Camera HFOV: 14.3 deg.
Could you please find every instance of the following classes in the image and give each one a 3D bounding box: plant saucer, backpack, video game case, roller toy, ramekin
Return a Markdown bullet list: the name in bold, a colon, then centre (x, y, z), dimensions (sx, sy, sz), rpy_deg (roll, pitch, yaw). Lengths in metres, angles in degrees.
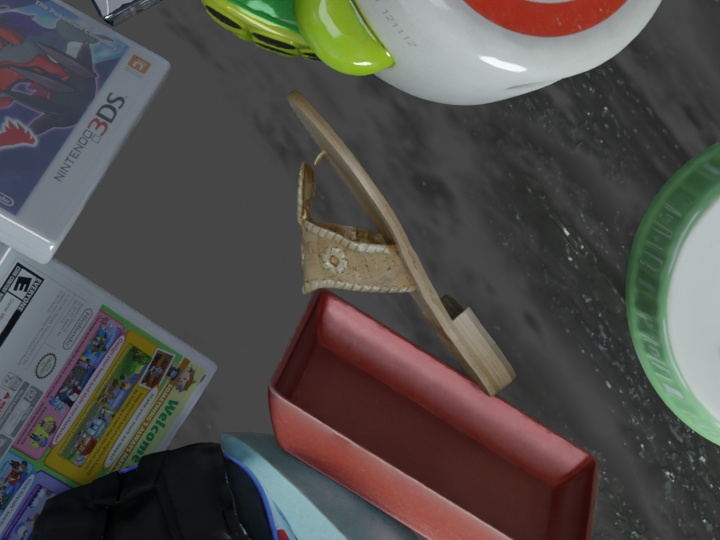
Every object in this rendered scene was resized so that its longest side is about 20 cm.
- **plant saucer**: centre (0.001, 0.155, 1.614), dimensions (0.039, 0.201, 0.201), rpy_deg (-42, 93, -12)
- **backpack**: centre (-0.101, 0.201, 1.597), dimensions (0.200, 0.154, 0.191), rpy_deg (-14, 56, 5)
- **video game case**: centre (-0.225, -0.111, 1.609), dimensions (0.200, 0.182, 0.023), rpy_deg (29, 132, -2)
- **roller toy**: centre (0.073, -0.189, 1.554), dimensions (0.182, 0.140, 0.200), rpy_deg (18, 79, -19)
- **plant saucer**: centre (0.039, 0.100, 1.609), dimensions (0.199, 0.200, 0.037), rpy_deg (32, 108, -3)
- **ramekin**: centre (0.255, 0.017, 1.645), dimensions (0.200, 0.098, 0.200), rpy_deg (0, 94, 0)
- **video game case**: centre (-0.193, 0.098, 1.625), dimensions (0.182, 0.022, 0.200), rpy_deg (36, 85, -44)

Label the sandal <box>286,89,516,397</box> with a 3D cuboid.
- **sandal**: centre (0.001, 0.000, 1.656), dimensions (0.070, 0.078, 0.212), rpy_deg (-38, 99, -4)

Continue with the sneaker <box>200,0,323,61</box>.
- **sneaker**: centre (0.005, -0.161, 1.649), dimensions (0.200, 0.074, 0.084), rpy_deg (2, 90, -12)

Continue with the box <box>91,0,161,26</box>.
- **box**: centre (-0.140, -0.251, 1.609), dimensions (0.115, 0.132, 0.200), rpy_deg (-28, 94, -1)
